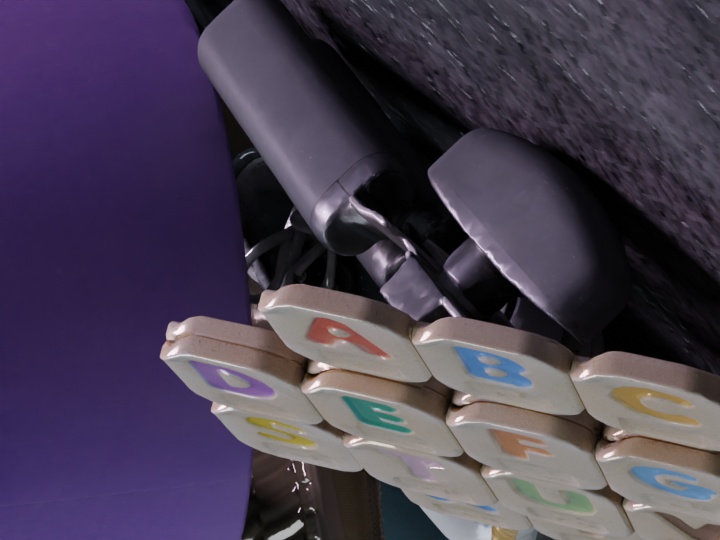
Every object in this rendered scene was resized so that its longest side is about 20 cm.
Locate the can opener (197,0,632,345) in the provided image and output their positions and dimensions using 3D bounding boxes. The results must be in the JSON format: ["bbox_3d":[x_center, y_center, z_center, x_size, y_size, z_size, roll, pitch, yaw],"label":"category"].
[{"bbox_3d":[0.018,-0.029,0.806,0.053,0.067,0.200,39,-169,-39],"label":"can opener"}]

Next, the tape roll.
[{"bbox_3d":[-0.098,0.006,0.943,0.200,0.085,0.200,175,90,-75],"label":"tape roll"}]

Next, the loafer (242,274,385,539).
[{"bbox_3d":[-0.021,0.052,1.007,0.068,0.076,0.200,8,-121,-39],"label":"loafer"}]

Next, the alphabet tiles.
[{"bbox_3d":[0.050,0.051,0.755,0.200,0.015,0.196,12,163,17],"label":"alphabet tiles"}]

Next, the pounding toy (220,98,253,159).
[{"bbox_3d":[-0.154,-0.070,1.133,0.200,0.142,0.184,48,172,-8],"label":"pounding toy"}]

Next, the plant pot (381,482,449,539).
[{"bbox_3d":[-0.057,0.109,1.378,0.161,0.200,0.201,59,173,3],"label":"plant pot"}]

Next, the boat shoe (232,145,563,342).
[{"bbox_3d":[0.002,-0.002,0.903,0.068,0.074,0.199,34,-173,-23],"label":"boat shoe"}]

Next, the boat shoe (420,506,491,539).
[{"bbox_3d":[0.017,0.036,1.067,0.200,0.072,0.069,-135,38,-54],"label":"boat shoe"}]

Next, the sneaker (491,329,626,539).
[{"bbox_3d":[0.089,0.080,0.918,0.087,0.076,0.200,10,149,10],"label":"sneaker"}]
